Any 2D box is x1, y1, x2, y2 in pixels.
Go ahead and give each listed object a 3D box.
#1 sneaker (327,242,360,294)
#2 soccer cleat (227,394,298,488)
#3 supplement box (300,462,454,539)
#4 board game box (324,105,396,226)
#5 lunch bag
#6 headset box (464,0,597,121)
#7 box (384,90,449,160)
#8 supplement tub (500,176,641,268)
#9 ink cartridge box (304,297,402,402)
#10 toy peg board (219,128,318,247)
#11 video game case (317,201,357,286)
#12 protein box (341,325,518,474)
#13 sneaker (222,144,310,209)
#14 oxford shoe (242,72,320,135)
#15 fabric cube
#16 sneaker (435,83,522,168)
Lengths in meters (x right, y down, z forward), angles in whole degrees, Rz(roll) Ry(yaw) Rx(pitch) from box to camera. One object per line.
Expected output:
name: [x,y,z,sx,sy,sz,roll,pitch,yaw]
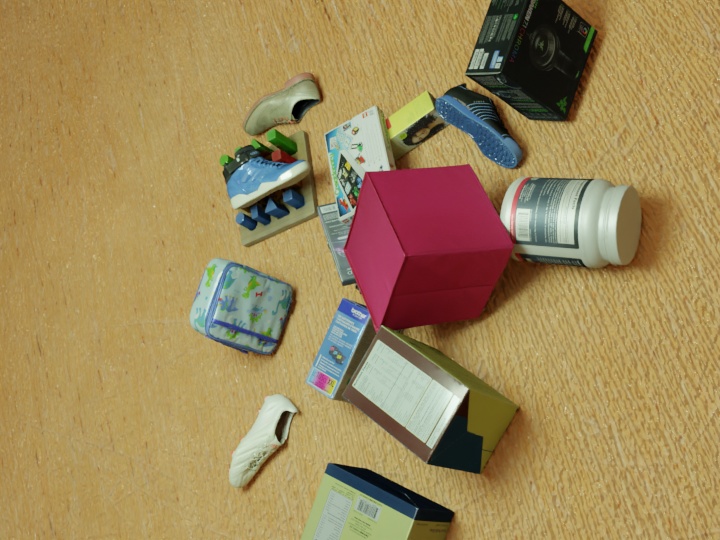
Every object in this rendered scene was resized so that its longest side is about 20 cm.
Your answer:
sneaker: [0.000,0.000,1.686,0.199,0.077,0.083,31,99,37]
soccer cleat: [-0.190,0.337,1.714,0.077,0.069,0.202,26,88,34]
supplement box: [0.018,0.460,1.489,0.198,0.134,0.202,18,86,36]
board game box: [0.002,-0.199,1.675,0.125,0.034,0.203,-24,60,25]
lunch bag: [-0.231,0.076,1.739,0.082,0.199,0.163,15,82,43]
headset box: [0.300,-0.373,1.526,0.092,0.199,0.176,15,83,52]
box: [0.072,-0.263,1.718,0.199,0.075,0.051,-32,59,23]
supplement tub: [0.340,-0.079,1.436,0.198,0.140,0.142,7,79,35]
ink cartridge box: [-0.002,0.135,1.603,0.076,0.136,0.202,27,91,32]
toy peg board: [-0.206,-0.185,1.868,0.198,0.097,0.202,-22,64,28]
video game case: [0.009,-0.063,1.661,0.141,0.019,0.202,-13,50,-9]
protein box: [0.116,0.216,1.459,0.199,0.198,0.136,34,94,36]
sneaker: [-0.197,-0.209,1.781,0.198,0.076,0.113,-22,88,32]
oxford shoe: [-0.173,-0.344,1.914,0.199,0.070,0.076,-34,64,22]
fabric cube: [0.106,-0.038,1.490,0.201,0.197,0.198,108,147,-47]
sneaker: [0.231,-0.272,1.616,0.078,0.070,0.200,-37,69,-24]
